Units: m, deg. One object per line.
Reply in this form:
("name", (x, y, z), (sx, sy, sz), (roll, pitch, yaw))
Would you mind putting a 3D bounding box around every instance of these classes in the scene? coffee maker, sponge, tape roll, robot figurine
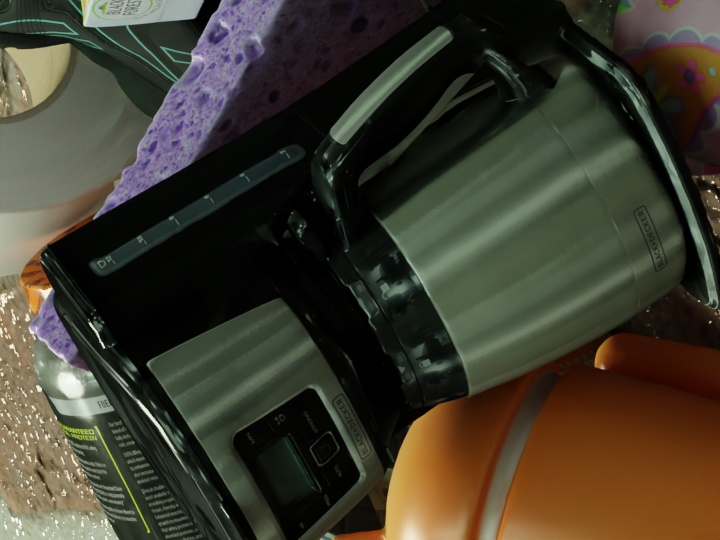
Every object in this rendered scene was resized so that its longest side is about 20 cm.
("coffee maker", (0.000, 0.000, 0.808), (0.135, 0.199, 0.192), (60, 172, -10))
("sponge", (-0.044, -0.046, 0.889), (0.030, 0.111, 0.201), (35, 98, 25))
("tape roll", (-0.197, -0.100, 1.103), (0.203, 0.202, 0.071), (58, 145, 12))
("robot figurine", (0.096, 0.096, 0.832), (0.199, 0.117, 0.145), (14, 94, 18))

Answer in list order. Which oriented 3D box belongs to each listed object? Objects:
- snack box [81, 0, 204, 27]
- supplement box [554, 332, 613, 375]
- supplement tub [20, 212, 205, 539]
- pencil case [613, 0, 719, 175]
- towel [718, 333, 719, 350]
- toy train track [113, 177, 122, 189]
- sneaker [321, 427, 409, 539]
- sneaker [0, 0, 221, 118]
("snack box", (-0.079, -0.181, 0.826), (0.200, 0.053, 0.143), (145, 119, -77))
("supplement box", (0.029, 0.011, 0.979), (0.200, 0.066, 0.069), (45, 137, 28))
("supplement tub", (-0.075, 0.069, 1.076), (0.122, 0.122, 0.201), (4, 123, 53))
("pencil case", (0.173, -0.071, 0.726), (0.199, 0.087, 0.088), (2, 111, 52))
("towel", (0.215, 0.097, 0.817), (0.199, 0.022, 0.148), (9, 115, 54))
("toy train track", (-0.011, -0.056, 0.956), (0.199, 0.032, 0.115), (-19, 74, 22))
("sneaker", (0.032, 0.115, 1.004), (0.200, 0.078, 0.086), (39, 166, -8))
("sneaker", (-0.118, -0.131, 1.023), (0.079, 0.199, 0.076), (-38, 38, 45))
